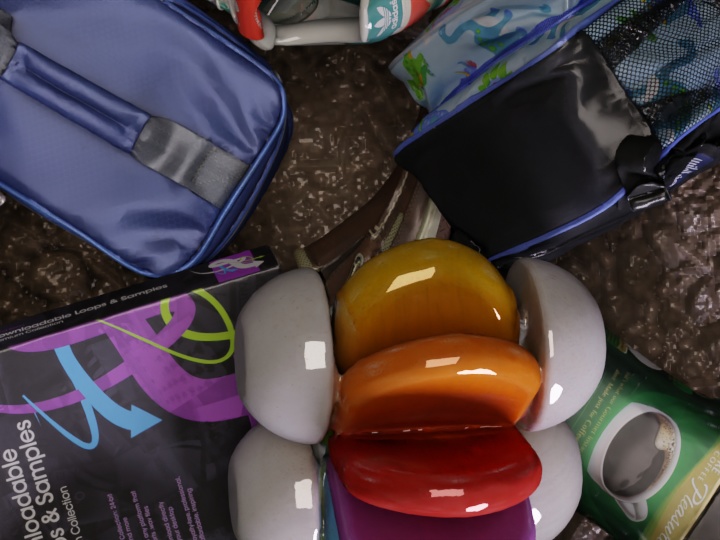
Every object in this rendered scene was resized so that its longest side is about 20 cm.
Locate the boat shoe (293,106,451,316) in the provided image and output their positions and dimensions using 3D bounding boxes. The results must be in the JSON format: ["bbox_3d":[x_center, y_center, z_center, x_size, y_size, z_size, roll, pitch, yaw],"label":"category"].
[{"bbox_3d":[0.000,0.000,1.204,0.075,0.075,0.203,18,88,-3],"label":"boat shoe"}]

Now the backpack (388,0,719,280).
[{"bbox_3d":[0.129,-0.106,1.130,0.200,0.183,0.147,-30,88,-33],"label":"backpack"}]

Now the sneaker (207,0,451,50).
[{"bbox_3d":[-0.053,-0.157,1.129,0.199,0.093,0.071,16,127,25],"label":"sneaker"}]

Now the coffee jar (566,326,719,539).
[{"bbox_3d":[0.130,0.086,1.200,0.200,0.085,0.104,34,92,1],"label":"coffee jar"}]

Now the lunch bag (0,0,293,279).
[{"bbox_3d":[-0.137,-0.090,1.176,0.200,0.132,0.136,31,87,-1],"label":"lunch bag"}]

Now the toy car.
[{"bbox_3d":[0.032,0.092,1.061,0.174,0.150,0.200,-4,129,-12],"label":"toy car"}]

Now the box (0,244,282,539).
[{"bbox_3d":[-0.121,0.084,1.135,0.199,0.036,0.143,-17,112,-6],"label":"box"}]

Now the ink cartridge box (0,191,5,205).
[{"bbox_3d":[-0.260,-0.052,1.137,0.200,0.041,0.200,-45,66,34],"label":"ink cartridge box"}]
